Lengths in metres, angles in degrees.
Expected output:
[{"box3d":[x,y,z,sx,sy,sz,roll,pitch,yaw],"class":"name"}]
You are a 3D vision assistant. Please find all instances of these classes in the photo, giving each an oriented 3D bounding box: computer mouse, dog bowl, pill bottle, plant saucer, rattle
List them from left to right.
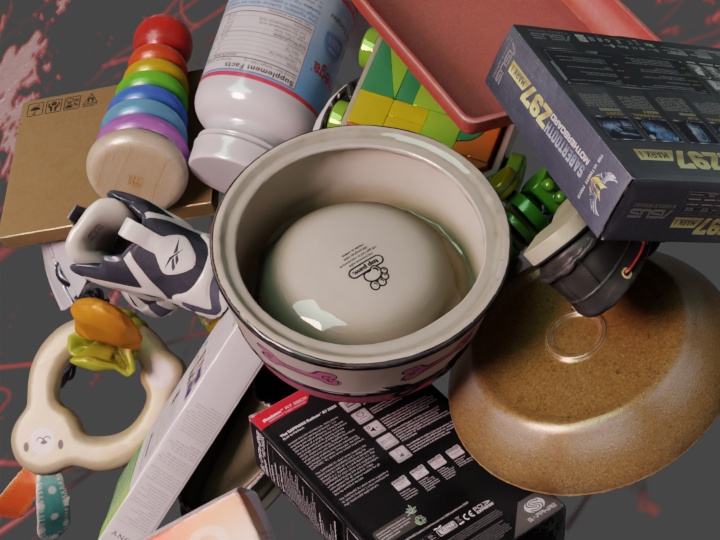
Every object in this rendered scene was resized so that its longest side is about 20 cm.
[{"box3d":[-0.231,0.124,1.133,0.200,0.130,0.143,-46,10,-4],"class":"rattle"},{"box3d":[-0.260,-0.005,1.279,0.110,0.043,0.202,-48,40,38],"class":"computer mouse"},{"box3d":[-0.075,-0.165,1.209,0.108,0.109,0.202,4,69,36],"class":"pill bottle"},{"box3d":[0.000,0.000,0.965,0.197,0.074,0.202,0,52,0],"class":"dog bowl"},{"box3d":[0.102,-0.176,1.058,0.198,0.037,0.200,-17,52,-27],"class":"plant saucer"},{"box3d":[0.146,0.052,0.951,0.198,0.036,0.202,-15,46,16],"class":"plant saucer"}]

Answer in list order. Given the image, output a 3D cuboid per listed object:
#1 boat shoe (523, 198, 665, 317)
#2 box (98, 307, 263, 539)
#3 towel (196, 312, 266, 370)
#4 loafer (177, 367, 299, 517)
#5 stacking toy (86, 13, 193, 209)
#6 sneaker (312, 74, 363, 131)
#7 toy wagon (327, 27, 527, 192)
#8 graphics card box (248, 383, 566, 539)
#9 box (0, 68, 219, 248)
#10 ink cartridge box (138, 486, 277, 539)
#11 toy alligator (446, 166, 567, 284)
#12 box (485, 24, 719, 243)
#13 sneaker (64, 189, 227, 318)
[{"box3d":[0.166,-0.032,0.950,0.074,0.063,0.201,-40,3,34],"class":"boat shoe"},{"box3d":[-0.123,0.105,1.075,0.201,0.036,0.144,-56,8,7],"class":"box"},{"box3d":[-0.059,0.065,1.133,0.086,0.018,0.200,-46,49,7],"class":"towel"},{"box3d":[-0.070,0.105,1.062,0.201,0.070,0.075,-50,49,-2],"class":"loafer"},{"box3d":[-0.180,-0.146,1.246,0.085,0.086,0.202,-22,41,23],"class":"stacking toy"},{"box3d":[-0.026,-0.079,1.154,0.201,0.074,0.079,-54,12,-15],"class":"sneaker"},{"box3d":[0.053,-0.103,1.084,0.153,0.040,0.202,17,68,14],"class":"toy wagon"},{"box3d":[0.029,0.142,0.969,0.124,0.051,0.200,-26,43,-26],"class":"graphics card box"},{"box3d":[-0.217,-0.101,1.281,0.197,0.021,0.165,-8,52,11],"class":"box"},{"box3d":[-0.105,0.272,0.970,0.161,0.050,0.202,-29,74,9],"class":"ink cartridge box"},{"box3d":[0.122,-0.046,1.026,0.200,0.059,0.054,-45,12,7],"class":"toy alligator"},{"box3d":[0.198,-0.085,0.920,0.158,0.198,0.051,59,138,40],"class":"box"},{"box3d":[-0.186,-0.018,1.163,0.080,0.129,0.199,-61,26,-6],"class":"sneaker"}]
